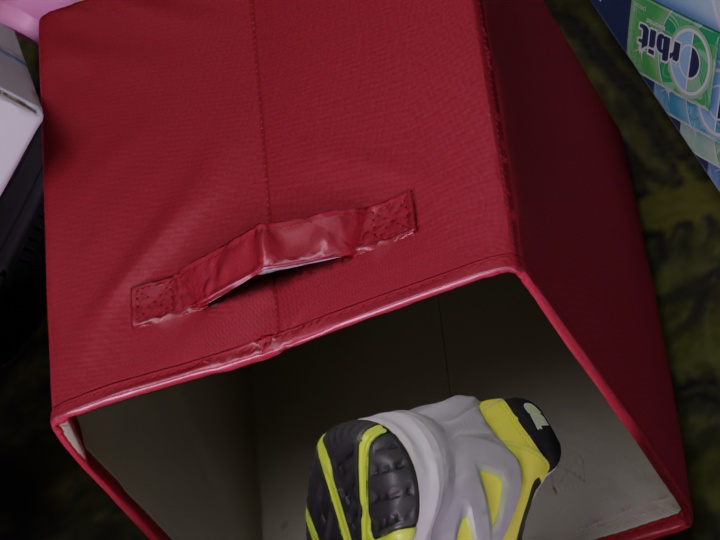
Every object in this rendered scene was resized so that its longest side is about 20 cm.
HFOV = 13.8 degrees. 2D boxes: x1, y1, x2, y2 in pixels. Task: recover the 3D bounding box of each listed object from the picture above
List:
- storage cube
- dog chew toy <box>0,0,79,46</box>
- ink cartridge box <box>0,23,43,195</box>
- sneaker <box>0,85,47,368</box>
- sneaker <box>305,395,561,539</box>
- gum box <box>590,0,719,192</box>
[{"bbox_3d":[0.000,0.000,1.048,0.170,0.200,0.180,-19,52,16],"label":"storage cube"},{"bbox_3d":[-0.096,-0.186,1.235,0.124,0.124,0.201,24,85,32],"label":"dog chew toy"},{"bbox_3d":[-0.188,-0.030,1.081,0.145,0.084,0.200,-61,13,7],"label":"ink cartridge box"},{"bbox_3d":[-0.159,-0.037,1.216,0.104,0.060,0.200,27,85,30],"label":"sneaker"},{"bbox_3d":[0.022,0.122,0.991,0.076,0.201,0.076,-16,53,-25],"label":"sneaker"},{"bbox_3d":[0.157,-0.135,1.054,0.044,0.200,0.170,-7,50,-30],"label":"gum box"}]
